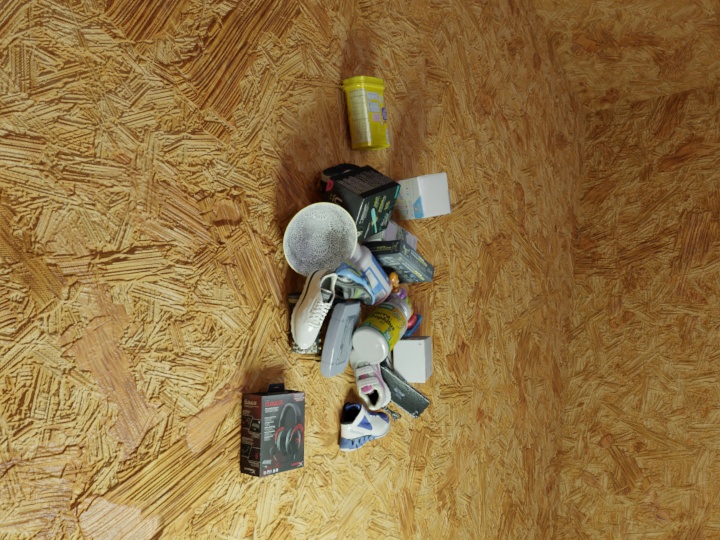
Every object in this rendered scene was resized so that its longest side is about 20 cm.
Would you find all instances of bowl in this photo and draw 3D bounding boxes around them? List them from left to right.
[{"bbox_3d":[-0.115,-0.091,1.506,0.197,0.094,0.205,-8,115,-18],"label":"bowl"}]

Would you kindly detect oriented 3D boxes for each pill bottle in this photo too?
[{"bbox_3d":[0.000,0.000,1.658,0.201,0.111,0.113,54,48,-34],"label":"pill bottle"},{"bbox_3d":[0.068,0.162,1.647,0.200,0.111,0.115,-43,120,-48],"label":"pill bottle"}]

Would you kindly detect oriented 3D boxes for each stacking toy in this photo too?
[{"bbox_3d":[0.111,0.095,1.772,0.116,0.108,0.203,-46,131,-45],"label":"stacking toy"}]

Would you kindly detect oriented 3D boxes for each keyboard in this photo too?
[{"bbox_3d":[0.100,0.375,1.719,0.199,0.128,0.021,38,17,-9],"label":"keyboard"}]

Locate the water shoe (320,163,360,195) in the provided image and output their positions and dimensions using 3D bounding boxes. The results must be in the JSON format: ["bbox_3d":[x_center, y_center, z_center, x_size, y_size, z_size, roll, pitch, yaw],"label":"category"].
[{"bbox_3d":[-0.053,-0.259,1.668,0.199,0.071,0.080,-23,132,-52],"label":"water shoe"}]

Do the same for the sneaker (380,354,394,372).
[{"bbox_3d":[0.039,0.261,1.728,0.111,0.072,0.204,4,81,-44],"label":"sneaker"}]

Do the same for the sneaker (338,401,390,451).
[{"bbox_3d":[0.009,0.425,1.654,0.198,0.079,0.118,-14,99,-50],"label":"sneaker"}]

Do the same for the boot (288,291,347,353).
[{"bbox_3d":[-0.114,0.135,1.534,0.202,0.073,0.157,2,89,-51],"label":"boot"}]

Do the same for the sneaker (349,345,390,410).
[{"bbox_3d":[0.024,0.307,1.645,0.203,0.080,0.088,63,16,-3],"label":"sneaker"}]

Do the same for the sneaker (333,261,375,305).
[{"bbox_3d":[-0.022,0.041,1.549,0.199,0.082,0.072,41,22,-54],"label":"sneaker"}]

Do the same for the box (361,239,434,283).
[{"bbox_3d":[0.112,-0.023,1.771,0.199,0.156,0.052,35,60,-44],"label":"box"}]

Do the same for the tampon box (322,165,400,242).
[{"bbox_3d":[-0.005,-0.183,1.606,0.199,0.125,0.152,-28,144,-51],"label":"tampon box"}]

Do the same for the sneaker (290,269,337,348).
[{"bbox_3d":[-0.112,0.094,1.429,0.076,0.080,0.204,20,79,-39],"label":"sneaker"}]

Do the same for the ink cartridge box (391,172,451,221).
[{"bbox_3d":[0.174,-0.232,1.855,0.124,0.199,0.131,-13,97,-34],"label":"ink cartridge box"}]

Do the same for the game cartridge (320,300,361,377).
[{"bbox_3d":[-0.055,0.183,1.565,0.133,0.041,0.204,2,103,-64],"label":"game cartridge"}]

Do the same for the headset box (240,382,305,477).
[{"bbox_3d":[-0.207,0.372,1.381,0.147,0.074,0.204,9,79,-51],"label":"headset box"}]

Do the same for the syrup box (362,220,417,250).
[{"bbox_3d":[0.094,-0.096,1.815,0.199,0.080,0.080,28,67,-48],"label":"syrup box"}]

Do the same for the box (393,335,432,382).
[{"bbox_3d":[0.165,0.272,1.800,0.200,0.095,0.127,15,74,-77],"label":"box"}]

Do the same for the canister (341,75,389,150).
[{"bbox_3d":[0.020,-0.472,1.753,0.147,0.085,0.204,-14,99,-52],"label":"canister"}]
